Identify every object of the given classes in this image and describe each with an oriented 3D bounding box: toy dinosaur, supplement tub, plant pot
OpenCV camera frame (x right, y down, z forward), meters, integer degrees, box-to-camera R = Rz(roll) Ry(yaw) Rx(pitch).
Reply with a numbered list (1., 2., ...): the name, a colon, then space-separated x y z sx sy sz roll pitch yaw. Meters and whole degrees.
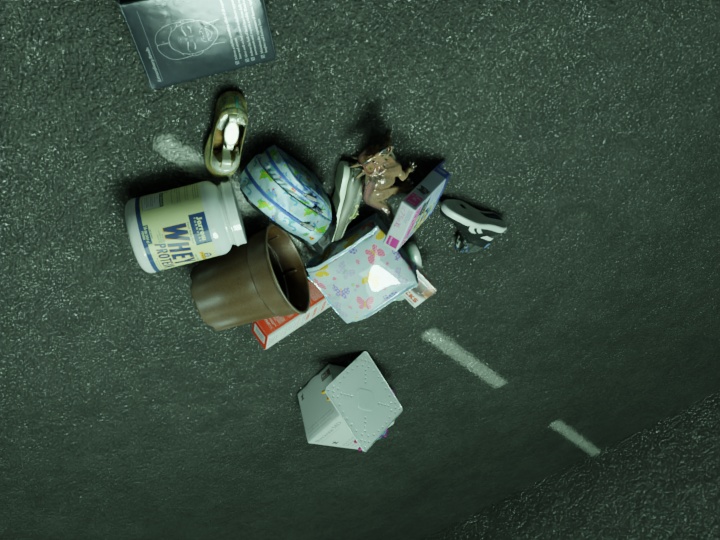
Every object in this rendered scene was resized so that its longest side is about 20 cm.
1. toy dinosaur: 0.034 -0.176 1.412 0.135 0.086 0.201 -33 142 -38
2. supplement tub: -0.327 -0.087 1.385 0.199 0.145 0.145 -15 143 -5
3. plant pot: -0.236 0.027 1.539 0.197 0.201 0.200 -20 143 13

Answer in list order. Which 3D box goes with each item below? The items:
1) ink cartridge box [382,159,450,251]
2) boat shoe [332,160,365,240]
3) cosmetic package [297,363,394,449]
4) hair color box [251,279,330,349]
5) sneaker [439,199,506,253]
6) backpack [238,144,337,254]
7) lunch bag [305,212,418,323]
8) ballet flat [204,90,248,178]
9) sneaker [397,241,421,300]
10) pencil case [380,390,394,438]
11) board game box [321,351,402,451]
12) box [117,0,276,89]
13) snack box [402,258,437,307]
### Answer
1. ink cartridge box: 0.123 -0.135 1.503 0.042 0.200 0.120 32 134 8
2. boat shoe: -0.028 -0.136 1.511 0.060 0.072 0.202 0 135 -16
3. cosmetic package: -0.044 0.388 2.075 0.199 0.165 0.165 17 131 -37
4. hair color box: -0.148 0.089 1.668 0.200 0.061 0.102 -33 166 -22
5. sneaker: 0.236 -0.090 1.679 0.199 0.073 0.112 13 131 -37
6. backpack: -0.139 -0.144 1.402 0.199 0.163 0.154 19 121 -30
7. lunch bag: 0.000 0.000 1.608 0.200 0.127 0.170 -35 108 10
8. ballet flat: -0.240 -0.226 1.315 0.070 0.071 0.200 -1 140 -21
9. sneaker: 0.069 0.014 1.730 0.118 0.074 0.201 -9 144 -23
10. pencil case: 0.054 0.440 2.247 0.092 0.085 0.200 14 139 1
11. board game box: 0.006 0.350 1.974 0.026 0.200 0.200 -27 -173 43
12. box: -0.241 -0.380 1.090 0.199 0.107 0.149 -15 143 -6
13. snack box: 0.084 -0.006 1.676 0.072 0.024 0.200 -39 105 25
